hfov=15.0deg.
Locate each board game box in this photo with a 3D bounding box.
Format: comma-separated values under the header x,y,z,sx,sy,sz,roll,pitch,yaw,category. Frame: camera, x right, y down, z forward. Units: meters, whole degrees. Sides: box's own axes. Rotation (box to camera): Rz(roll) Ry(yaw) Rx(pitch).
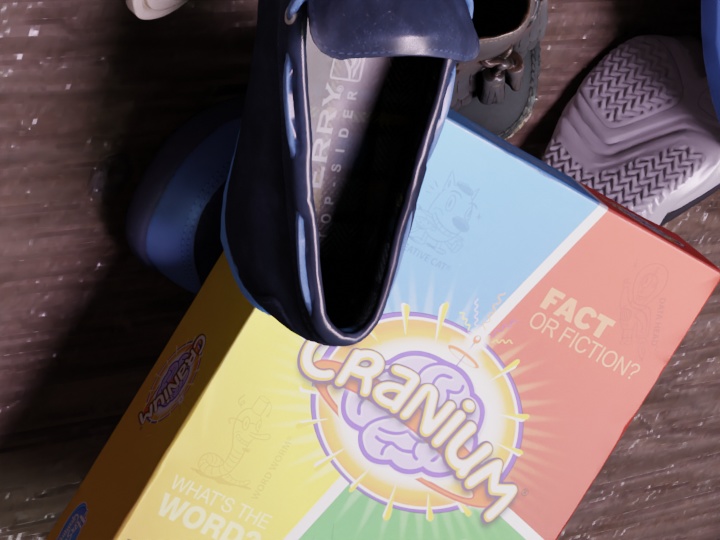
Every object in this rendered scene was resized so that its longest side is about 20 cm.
x,y,z,sx,sy,sz,roll,pitch,yaw,category
0.007,0.048,0.909,0.153,0.040,0.201,26,99,-31,board game box

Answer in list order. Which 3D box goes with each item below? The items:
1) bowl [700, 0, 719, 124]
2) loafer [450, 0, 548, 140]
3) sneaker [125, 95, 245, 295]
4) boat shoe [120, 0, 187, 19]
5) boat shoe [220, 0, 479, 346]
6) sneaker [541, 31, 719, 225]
x,y,z,sx,sy,sz,roll,pitch,yaw,category
0.210,-0.108,1.025,0.200,0.039,0.202,-12,108,-38,bowl
0.026,-0.095,0.909,0.072,0.063,0.200,-45,145,-10,loafer
0.000,0.000,0.948,0.200,0.082,0.074,24,103,-51,sneaker
-0.036,-0.171,0.791,0.067,0.057,0.201,-17,138,-57,boat shoe
0.012,-0.074,0.793,0.084,0.069,0.201,-5,115,-23,boat shoe
0.155,-0.055,1.082,0.200,0.075,0.114,-43,142,-17,sneaker
